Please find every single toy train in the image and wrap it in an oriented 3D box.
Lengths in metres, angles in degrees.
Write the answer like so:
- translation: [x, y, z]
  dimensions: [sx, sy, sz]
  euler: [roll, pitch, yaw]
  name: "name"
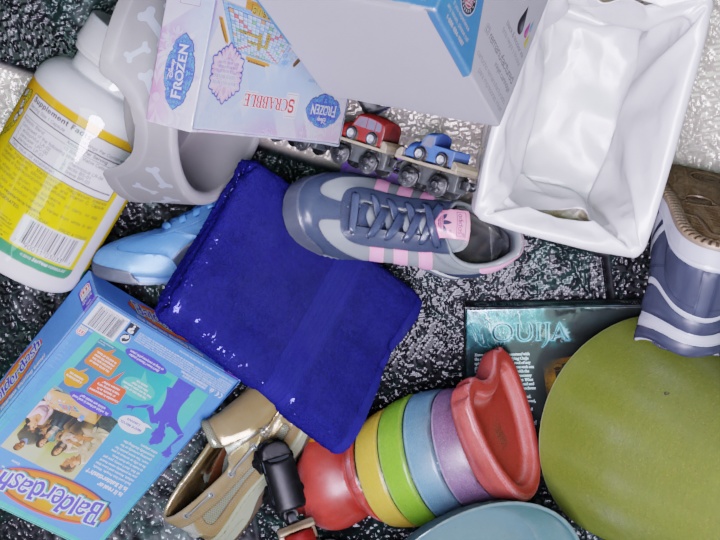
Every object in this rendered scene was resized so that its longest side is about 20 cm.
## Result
- translation: [0.009, -0.097, 1.031]
  dimensions: [0.199, 0.034, 0.046]
  euler: [22, 98, 35]
  name: "toy train"
- translation: [-0.039, 0.227, 1.042]
  dimensions: [0.034, 0.046, 0.202]
  euler: [-17, 84, -16]
  name: "toy train"

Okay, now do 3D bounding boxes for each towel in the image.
- translation: [-0.054, 0.029, 1.032]
  dimensions: [0.200, 0.049, 0.148]
  euler: [41, 66, -30]
  name: "towel"

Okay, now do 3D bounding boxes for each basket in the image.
- translation: [0.168, -0.128, 1.025]
  dimensions: [0.134, 0.123, 0.202]
  euler: [14, 102, -2]
  name: "basket"

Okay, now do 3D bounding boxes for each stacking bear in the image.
- translation: [0.033, 0.153, 1.082]
  dimensions: [0.199, 0.121, 0.115]
  euler: [-20, 97, 26]
  name: "stacking bear"

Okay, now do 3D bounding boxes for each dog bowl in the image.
- translation: [-0.119, -0.140, 0.987]
  dimensions: [0.058, 0.200, 0.202]
  euler: [16, 102, 17]
  name: "dog bowl"

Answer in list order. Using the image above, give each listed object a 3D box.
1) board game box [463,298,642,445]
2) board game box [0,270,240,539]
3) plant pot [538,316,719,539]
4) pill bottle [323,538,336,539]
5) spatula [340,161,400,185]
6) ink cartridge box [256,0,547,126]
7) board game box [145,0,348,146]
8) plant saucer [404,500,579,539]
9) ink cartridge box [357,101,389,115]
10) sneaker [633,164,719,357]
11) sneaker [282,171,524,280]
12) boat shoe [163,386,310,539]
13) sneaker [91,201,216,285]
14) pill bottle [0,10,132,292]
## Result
- translation: [0.185, 0.091, 1.117]
  dimensions: [0.198, 0.028, 0.137]
  euler: [-1, 101, 2]
  name: "board game box"
- translation: [-0.218, 0.119, 1.095]
  dimensions: [0.152, 0.045, 0.200]
  euler: [35, 101, -33]
  name: "board game box"
- translation: [0.258, 0.145, 0.996]
  dimensions: [0.185, 0.200, 0.189]
  euler: [-3, 101, -17]
  name: "plant pot"
- translation: [0.027, 0.319, 1.126]
  dimensions: [0.199, 0.111, 0.111]
  euler: [33, 100, -5]
  name: "pill bottle"
- translation: [0.000, 0.000, 1.107]
  dimensions: [0.056, 0.021, 0.202]
  euler: [8, 102, -2]
  name: "spatula"
- translation: [0.045, -0.229, 0.903]
  dimensions: [0.145, 0.147, 0.201]
  euler: [14, 74, 28]
  name: "ink cartridge box"
- translation: [-0.059, -0.192, 0.934]
  dimensions: [0.041, 0.200, 0.201]
  euler: [15, 98, 27]
  name: "board game box"
- translation: [0.078, 0.251, 1.033]
  dimensions: [0.198, 0.036, 0.202]
  euler: [-12, 122, -20]
  name: "plant saucer"
- translation: [-0.003, -0.228, 1.049]
  dimensions: [0.094, 0.044, 0.201]
  euler: [-28, 99, 5]
  name: "ink cartridge box"
- translation: [0.246, -0.007, 1.017]
  dimensions: [0.069, 0.200, 0.109]
  euler: [10, 113, 5]
  name: "sneaker"
- translation: [0.038, -0.038, 1.024]
  dimensions: [0.199, 0.082, 0.071]
  euler: [8, 80, -36]
  name: "sneaker"
- translation: [-0.095, 0.136, 1.100]
  dimensions: [0.076, 0.072, 0.201]
  euler: [22, 102, -33]
  name: "boat shoe"
- translation: [-0.115, -0.035, 1.068]
  dimensions: [0.198, 0.066, 0.079]
  euler: [-8, 107, -12]
  name: "sneaker"
- translation: [-0.222, -0.094, 1.047]
  dimensions: [0.112, 0.113, 0.201]
  euler: [32, 101, -5]
  name: "pill bottle"
